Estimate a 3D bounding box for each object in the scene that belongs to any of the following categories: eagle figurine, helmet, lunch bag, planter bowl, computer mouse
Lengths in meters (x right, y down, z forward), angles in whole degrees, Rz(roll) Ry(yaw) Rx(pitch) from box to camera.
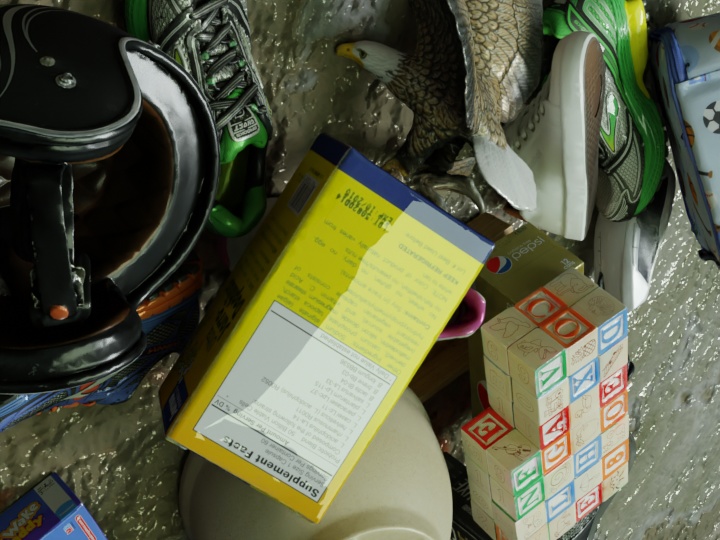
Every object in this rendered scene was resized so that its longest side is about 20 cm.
[{"bbox_3d":[0.056,-0.143,0.919,0.149,0.152,0.202,7,114,-20],"label":"eagle figurine"},{"bbox_3d":[-0.175,-0.046,0.729,0.198,0.191,0.202,0,117,-1],"label":"helmet"},{"bbox_3d":[0.277,-0.097,1.083,0.075,0.160,0.202,-14,99,7],"label":"lunch bag"},{"bbox_3d":[-0.017,0.186,0.987,0.198,0.135,0.202,-11,125,-17],"label":"planter bowl"},{"bbox_3d":[0.209,0.000,1.156,0.043,0.110,0.202,12,94,-15],"label":"computer mouse"}]

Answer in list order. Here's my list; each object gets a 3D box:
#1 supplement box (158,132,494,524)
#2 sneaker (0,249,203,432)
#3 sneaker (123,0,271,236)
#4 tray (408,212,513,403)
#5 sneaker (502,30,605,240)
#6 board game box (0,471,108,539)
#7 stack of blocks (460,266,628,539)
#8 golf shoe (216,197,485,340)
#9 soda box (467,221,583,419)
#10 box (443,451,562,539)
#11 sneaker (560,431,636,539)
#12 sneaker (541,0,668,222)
[{"bbox_3d":[-0.026,0.031,0.858,0.108,0.110,0.201,33,93,-14],"label":"supplement box"},{"bbox_3d":[-0.176,0.060,0.867,0.199,0.075,0.079,-29,132,-23],"label":"sneaker"},{"bbox_3d":[-0.084,-0.115,0.831,0.078,0.085,0.202,-23,125,-29],"label":"sneaker"},{"bbox_3d":[0.040,0.049,1.066,0.199,0.037,0.099,-33,130,-21],"label":"tray"},{"bbox_3d":[0.130,-0.094,1.009,0.201,0.084,0.073,84,24,-53],"label":"sneaker"},{"bbox_3d":[-0.210,0.253,0.956,0.134,0.045,0.201,-38,131,-19],"label":"board game box"},{"bbox_3d":[0.135,0.110,1.020,0.115,0.059,0.201,-32,138,-21],"label":"stack of blocks"},{"bbox_3d":[0.000,0.000,0.950,0.199,0.091,0.076,18,88,-29],"label":"golf shoe"},{"bbox_3d":[0.127,0.067,1.077,0.067,0.064,0.201,-30,137,-23],"label":"soda box"},{"bbox_3d":[0.118,0.268,1.162,0.050,0.157,0.201,-32,130,-23],"label":"box"},{"bbox_3d":[0.162,0.217,1.231,0.114,0.076,0.201,23,94,-42],"label":"sneaker"},{"bbox_3d":[0.177,-0.126,1.072,0.085,0.078,0.202,-27,119,-18],"label":"sneaker"}]
